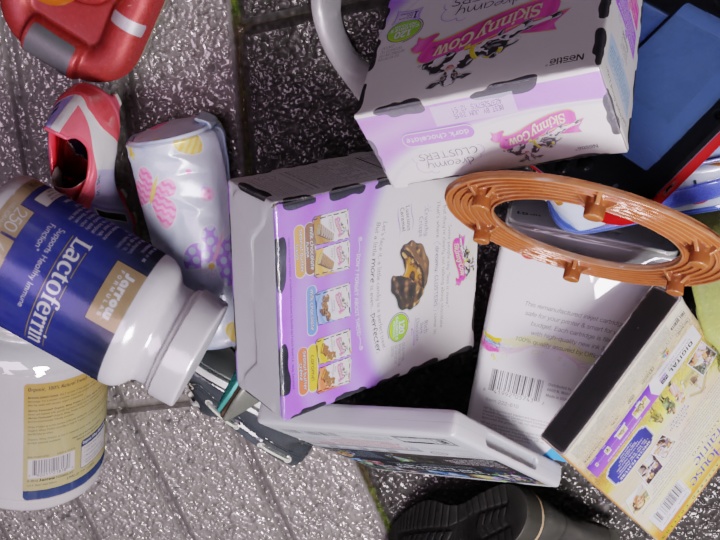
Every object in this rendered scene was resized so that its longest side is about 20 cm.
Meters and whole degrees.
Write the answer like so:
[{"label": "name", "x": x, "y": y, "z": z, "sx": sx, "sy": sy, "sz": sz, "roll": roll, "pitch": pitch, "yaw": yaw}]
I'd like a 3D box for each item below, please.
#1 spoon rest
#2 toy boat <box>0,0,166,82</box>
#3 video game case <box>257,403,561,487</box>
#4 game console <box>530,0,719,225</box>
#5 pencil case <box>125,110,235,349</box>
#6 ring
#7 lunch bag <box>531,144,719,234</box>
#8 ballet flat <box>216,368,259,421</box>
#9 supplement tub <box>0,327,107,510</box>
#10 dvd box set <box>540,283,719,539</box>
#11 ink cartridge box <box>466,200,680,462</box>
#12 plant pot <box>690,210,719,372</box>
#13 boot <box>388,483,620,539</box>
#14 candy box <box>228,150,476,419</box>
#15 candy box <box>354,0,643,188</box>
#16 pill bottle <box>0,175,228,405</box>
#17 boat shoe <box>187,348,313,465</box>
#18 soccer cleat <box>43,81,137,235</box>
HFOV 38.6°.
[{"label": "spoon rest", "x": 0.029, "y": -0.149, "z": 0.803, "sx": 0.201, "sy": 0.098, "sz": 0.061, "roll": 52, "pitch": 140, "yaw": 14}, {"label": "toy boat", "x": -0.219, "y": -0.242, "z": 0.803, "sx": 0.129, "sy": 0.131, "sz": 0.202, "roll": 30, "pitch": 115, "yaw": -1}, {"label": "video game case", "x": 0.042, "y": 0.145, "z": 0.863, "sx": 0.197, "sy": 0.024, "sz": 0.181, "roll": -3, "pitch": 157, "yaw": 37}, {"label": "game console", "x": 0.188, "y": -0.140, "z": 0.711, "sx": 0.200, "sy": 0.031, "sz": 0.177, "roll": -43, "pitch": 56, "yaw": -4}, {"label": "pencil case", "x": -0.139, "y": -0.032, "z": 0.896, "sx": 0.089, "sy": 0.083, "sz": 0.204, "roll": -4, "pitch": 111, "yaw": 29}, {"label": "ring", "x": 0.150, "y": -0.020, "z": 0.694, "sx": 0.196, "sy": 0.201, "sz": 0.020, "roll": 16, "pitch": 78, "yaw": 6}, {"label": "lunch bag", "x": 0.214, "y": -0.107, "z": 0.744, "sx": 0.196, "sy": 0.163, "sz": 0.076, "roll": -12, "pitch": 147, "yaw": 18}, {"label": "ballet flat", "x": -0.052, "y": 0.046, "z": 0.877, "sx": 0.063, "sy": 0.067, "sz": 0.203, "roll": 28, "pitch": 80, "yaw": -9}, {"label": "supplement tub", "x": -0.306, "y": 0.101, "z": 0.956, "sx": 0.141, "sy": 0.145, "sz": 0.204, "roll": 13, "pitch": 114, "yaw": 7}, {"label": "dvd box set", "x": 0.236, "y": 0.120, "z": 0.816, "sx": 0.147, "sy": 0.029, "sz": 0.200, "roll": -52, "pitch": 132, "yaw": -2}, {"label": "ink cartridge box", "x": 0.175, "y": 0.050, "z": 0.858, "sx": 0.141, "sy": 0.085, "sz": 0.204, "roll": 12, "pitch": 115, "yaw": 7}, {"label": "plant pot", "x": 0.343, "y": -0.002, "z": 0.753, "sx": 0.181, "sy": 0.201, "sz": 0.203, "roll": -16, "pitch": 108, "yaw": 29}, {"label": "boot", "x": 0.130, "y": 0.264, "z": 0.967, "sx": 0.137, "sy": 0.079, "sz": 0.199, "roll": 23, "pitch": 150, "yaw": -32}, {"label": "candy box", "x": 0.000, "y": 0.000, "z": 0.811, "sx": 0.071, "sy": 0.197, "sz": 0.171, "roll": 26, "pitch": 123, "yaw": 48}, {"label": "candy box", "x": 0.101, "y": -0.162, "z": 0.698, "sx": 0.165, "sy": 0.203, "sz": 0.072, "roll": -7, "pitch": 139, "yaw": 28}, {"label": "pill bottle", "x": -0.214, "y": 0.020, "z": 0.828, "sx": 0.197, "sy": 0.116, "sz": 0.117, "roll": 29, "pitch": 115, "yaw": -3}, {"label": "boat shoe", "x": -0.125, "y": 0.113, "z": 0.958, "sx": 0.198, "sy": 0.076, "sz": 0.061, "roll": 34, "pitch": 110, "yaw": -1}, {"label": "soccer cleat", "x": -0.237, "y": -0.066, "z": 0.887, "sx": 0.066, "sy": 0.077, "sz": 0.202, "roll": 20, "pitch": 133, "yaw": 12}]
